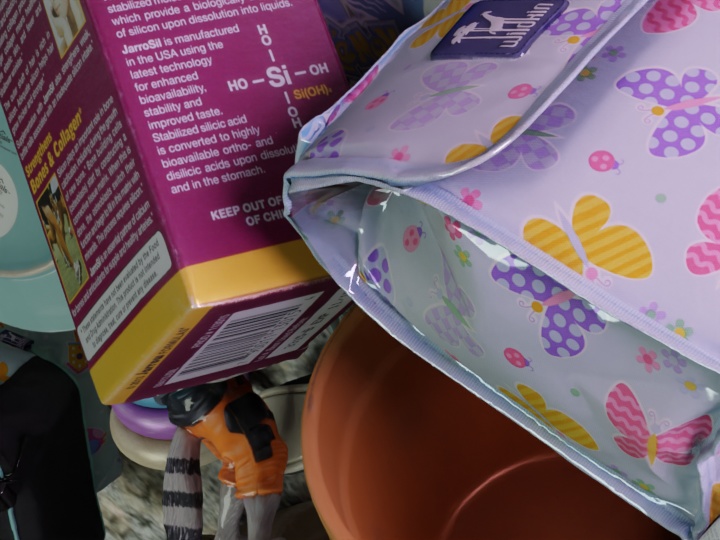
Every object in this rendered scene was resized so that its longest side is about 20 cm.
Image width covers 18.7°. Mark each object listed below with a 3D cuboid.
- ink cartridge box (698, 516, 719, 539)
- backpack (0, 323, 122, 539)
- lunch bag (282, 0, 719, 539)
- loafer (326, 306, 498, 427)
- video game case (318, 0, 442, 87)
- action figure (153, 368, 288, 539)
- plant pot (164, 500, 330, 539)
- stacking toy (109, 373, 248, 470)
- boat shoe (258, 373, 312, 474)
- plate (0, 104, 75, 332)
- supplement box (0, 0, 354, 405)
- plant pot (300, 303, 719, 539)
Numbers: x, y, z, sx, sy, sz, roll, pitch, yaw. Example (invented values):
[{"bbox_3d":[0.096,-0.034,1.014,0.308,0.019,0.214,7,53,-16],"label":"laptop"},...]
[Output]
[{"bbox_3d":[0.199,0.089,0.777,0.041,0.198,0.200,64,155,20],"label":"ink cartridge box"},{"bbox_3d":[-0.257,0.097,1.393,0.199,0.154,0.177,17,138,25],"label":"backpack"},{"bbox_3d":[0.091,-0.035,0.788,0.199,0.170,0.128,34,149,21],"label":"lunch bag"},{"bbox_3d":[0.000,0.000,1.063,0.200,0.072,0.063,42,-177,14],"label":"loafer"},{"bbox_3d":[-0.015,-0.140,0.944,0.183,0.022,0.199,55,149,-14],"label":"video game case"},{"bbox_3d":[-0.078,0.056,1.080,0.200,0.104,0.195,147,104,-89],"label":"action figure"},{"bbox_3d":[-0.048,0.222,1.278,0.200,0.200,0.175,46,131,1],"label":"plant pot"},{"bbox_3d":[-0.111,0.009,1.194,0.085,0.085,0.201,22,135,35],"label":"stacking toy"},{"bbox_3d":[0.017,0.077,1.139,0.199,0.057,0.068,-9,84,51],"label":"boat shoe"},{"bbox_3d":[-0.170,-0.065,1.047,0.199,0.026,0.202,8,107,28],"label":"plate"},{"bbox_3d":[-0.077,-0.064,0.916,0.131,0.103,0.201,-41,66,60],"label":"supplement box"},{"bbox_3d":[0.083,0.097,0.938,0.199,0.200,0.140,28,153,29],"label":"plant pot"}]
